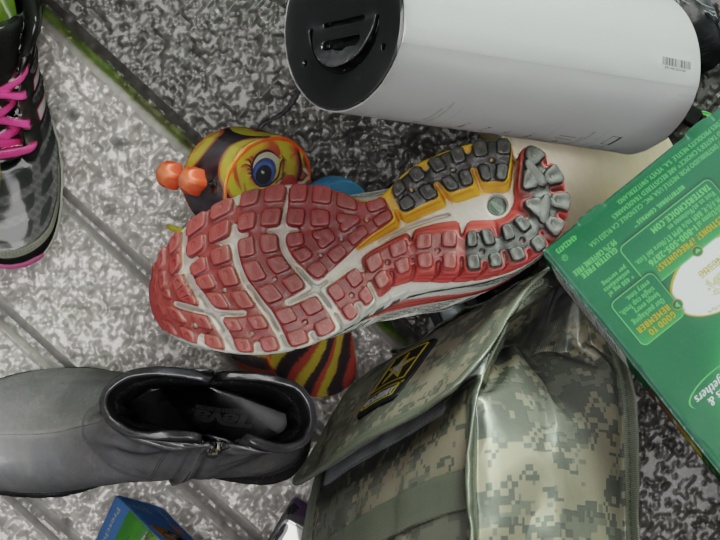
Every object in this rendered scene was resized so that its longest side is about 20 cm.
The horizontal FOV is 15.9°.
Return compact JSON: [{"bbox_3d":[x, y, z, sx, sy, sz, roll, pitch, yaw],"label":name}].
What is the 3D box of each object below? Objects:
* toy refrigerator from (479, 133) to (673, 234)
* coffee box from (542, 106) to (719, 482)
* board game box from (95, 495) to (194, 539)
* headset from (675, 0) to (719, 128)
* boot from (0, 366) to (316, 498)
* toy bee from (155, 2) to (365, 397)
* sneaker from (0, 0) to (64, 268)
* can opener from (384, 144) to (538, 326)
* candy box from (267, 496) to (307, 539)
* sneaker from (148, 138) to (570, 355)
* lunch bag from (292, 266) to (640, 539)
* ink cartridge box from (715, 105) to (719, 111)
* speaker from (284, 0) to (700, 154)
[{"bbox_3d":[0.097,-0.086,1.308,0.076,0.070,0.201,-31,94,-4],"label":"toy refrigerator"},{"bbox_3d":[0.188,0.034,1.152,0.123,0.044,0.200,-39,75,-3],"label":"coffee box"},{"bbox_3d":[-0.102,0.218,1.276,0.036,0.200,0.152,22,95,-33],"label":"board game box"},{"bbox_3d":[0.171,-0.147,1.285,0.200,0.094,0.124,36,91,-14],"label":"headset"},{"bbox_3d":[-0.120,0.072,1.288,0.199,0.132,0.070,-5,80,0],"label":"boot"},{"bbox_3d":[-0.057,-0.030,1.293,0.108,0.131,0.201,-12,87,-39],"label":"toy bee"},{"bbox_3d":[-0.192,-0.099,1.300,0.073,0.087,0.201,-7,94,-7],"label":"sneaker"},{"bbox_3d":[0.066,0.038,1.318,0.078,0.063,0.201,-22,95,23],"label":"can opener"},{"bbox_3d":[-0.014,0.247,1.334,0.167,0.072,0.201,30,95,-1],"label":"candy box"},{"bbox_3d":[0.000,0.000,1.204,0.199,0.082,0.078,-11,74,-3],"label":"sneaker"},{"bbox_3d":[0.048,0.109,1.219,0.117,0.164,0.201,14,62,-30],"label":"lunch bag"},{"bbox_3d":[0.228,-0.027,1.227,0.144,0.085,0.200,35,85,14],"label":"ink cartridge box"},{"bbox_3d":[0.062,-0.101,1.176,0.199,0.081,0.082,4,96,-42],"label":"speaker"}]
